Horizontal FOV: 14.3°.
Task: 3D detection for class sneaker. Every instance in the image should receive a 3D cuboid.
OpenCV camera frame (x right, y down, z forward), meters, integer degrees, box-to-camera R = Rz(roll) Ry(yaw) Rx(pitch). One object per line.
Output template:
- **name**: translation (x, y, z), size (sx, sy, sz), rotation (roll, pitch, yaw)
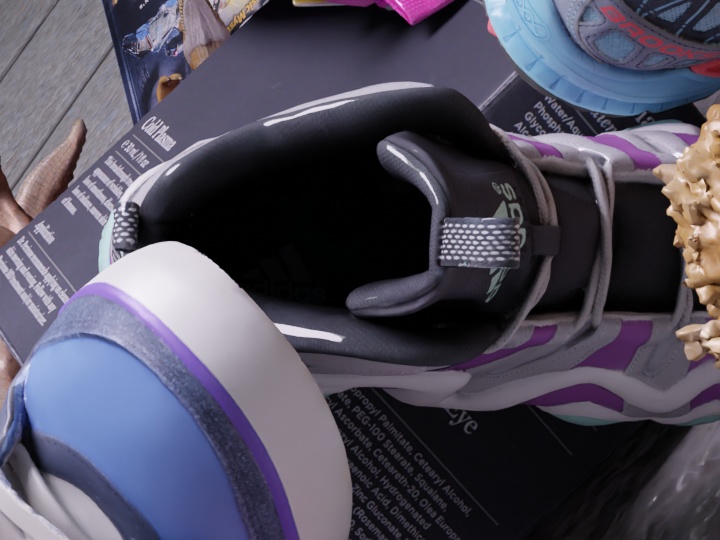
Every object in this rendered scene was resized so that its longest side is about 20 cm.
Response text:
- **sneaker**: translation (0.039, -0.003, 0.658), size (0.140, 0.199, 0.078), rotation (116, 149, -84)
- **sneaker**: translation (-0.086, 0.091, 0.633), size (0.146, 0.081, 0.200), rotation (-38, -14, -29)
- **sneaker**: translation (0.131, -0.099, 0.713), size (0.200, 0.079, 0.096), rotation (-28, -7, -24)

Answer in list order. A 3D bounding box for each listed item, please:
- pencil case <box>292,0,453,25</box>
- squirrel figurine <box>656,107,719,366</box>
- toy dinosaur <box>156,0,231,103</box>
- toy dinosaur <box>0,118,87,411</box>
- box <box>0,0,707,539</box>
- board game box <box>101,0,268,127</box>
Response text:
- **pencil case**: translation (-0.035, -0.117, 0.864), size (0.088, 0.088, 0.200), rotation (-54, 23, -8)
- **squirrel figurine**: translation (0.150, -0.046, 0.568), size (0.187, 0.141, 0.200), rotation (-88, 23, -49)
- **toy dinosaur**: translation (-0.066, -0.005, 1.066), size (0.106, 0.060, 0.200), rotation (163, 124, -78)
- **toy dinosaur**: translation (-0.118, 0.034, 0.999), size (0.086, 0.136, 0.200), rotation (-34, 20, 25)
- **box**: translation (0.000, 0.000, 0.837), size (0.182, 0.104, 0.200), rotation (-44, 23, -2)
- **board game box**: translation (-0.023, -0.127, 1.111), size (0.200, 0.035, 0.136), rotation (-42, 49, 34)
